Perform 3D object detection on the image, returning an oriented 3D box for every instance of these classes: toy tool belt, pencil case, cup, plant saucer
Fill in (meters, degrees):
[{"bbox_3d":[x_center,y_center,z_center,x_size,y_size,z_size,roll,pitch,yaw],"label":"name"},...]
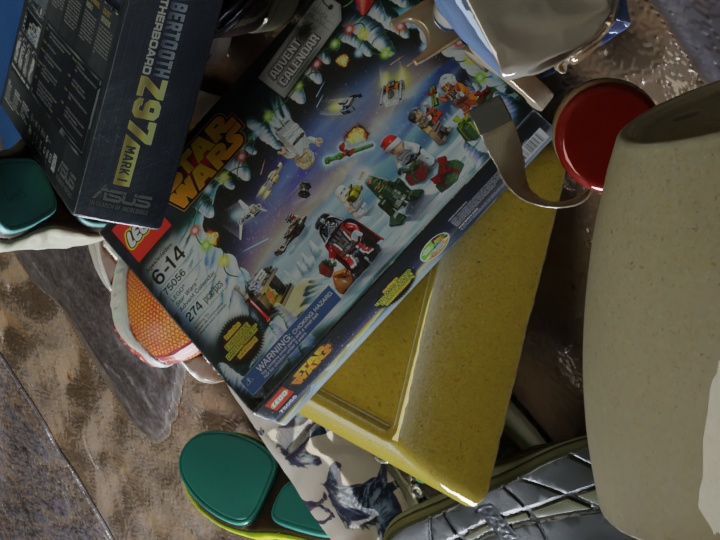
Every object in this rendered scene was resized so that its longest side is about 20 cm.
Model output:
[{"bbox_3d":[0.072,-0.130,0.879,0.201,0.125,0.123,61,-175,-5],"label":"toy tool belt"},{"bbox_3d":[-0.025,0.081,1.231,0.089,0.078,0.200,-27,97,38],"label":"pencil case"},{"bbox_3d":[0.168,0.000,0.779,0.200,0.200,0.144,-1,113,54],"label":"cup"},{"bbox_3d":[0.000,0.000,1.055,0.200,0.048,0.201,25,109,40],"label":"plant saucer"}]

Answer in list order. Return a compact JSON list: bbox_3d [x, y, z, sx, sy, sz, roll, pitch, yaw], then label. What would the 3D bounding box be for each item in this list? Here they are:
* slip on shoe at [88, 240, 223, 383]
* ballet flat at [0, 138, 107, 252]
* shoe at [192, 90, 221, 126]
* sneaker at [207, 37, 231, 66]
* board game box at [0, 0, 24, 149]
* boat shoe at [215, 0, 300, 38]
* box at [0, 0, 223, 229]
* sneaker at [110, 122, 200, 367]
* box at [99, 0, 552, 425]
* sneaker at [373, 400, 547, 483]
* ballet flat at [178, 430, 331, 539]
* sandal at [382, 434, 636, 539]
[{"bbox_3d":[-0.123,-0.006,1.267,0.061,0.076,0.200,55,179,41],"label":"slip on shoe"},{"bbox_3d":[-0.183,-0.038,1.076,0.069,0.200,0.070,1,94,20],"label":"ballet flat"},{"bbox_3d":[-0.109,-0.085,1.221,0.070,0.054,0.200,35,169,-37],"label":"shoe"},{"bbox_3d":[-0.165,-0.182,1.139,0.200,0.105,0.076,51,150,7],"label":"sneaker"},{"bbox_3d":[-0.198,-0.139,1.260,0.158,0.039,0.201,118,143,-52],"label":"board game box"},{"bbox_3d":[-0.057,-0.187,1.023,0.072,0.065,0.200,47,148,16],"label":"boat shoe"},{"bbox_3d":[-0.126,-0.127,1.014,0.200,0.051,0.158,44,121,61],"label":"box"},{"bbox_3d":[-0.097,-0.042,1.095,0.077,0.073,0.201,-24,60,23],"label":"sneaker"},{"bbox_3d":[-0.019,-0.043,0.986,0.137,0.200,0.040,46,-172,28],"label":"box"},{"bbox_3d":[0.044,0.098,1.140,0.077,0.089,0.200,-17,106,58],"label":"sneaker"},{"bbox_3d":[-0.047,0.163,1.365,0.200,0.067,0.067,14,159,47],"label":"ballet flat"},{"bbox_3d":[0.098,0.123,1.084,0.200,0.057,0.080,-19,116,33],"label":"sandal"}]
